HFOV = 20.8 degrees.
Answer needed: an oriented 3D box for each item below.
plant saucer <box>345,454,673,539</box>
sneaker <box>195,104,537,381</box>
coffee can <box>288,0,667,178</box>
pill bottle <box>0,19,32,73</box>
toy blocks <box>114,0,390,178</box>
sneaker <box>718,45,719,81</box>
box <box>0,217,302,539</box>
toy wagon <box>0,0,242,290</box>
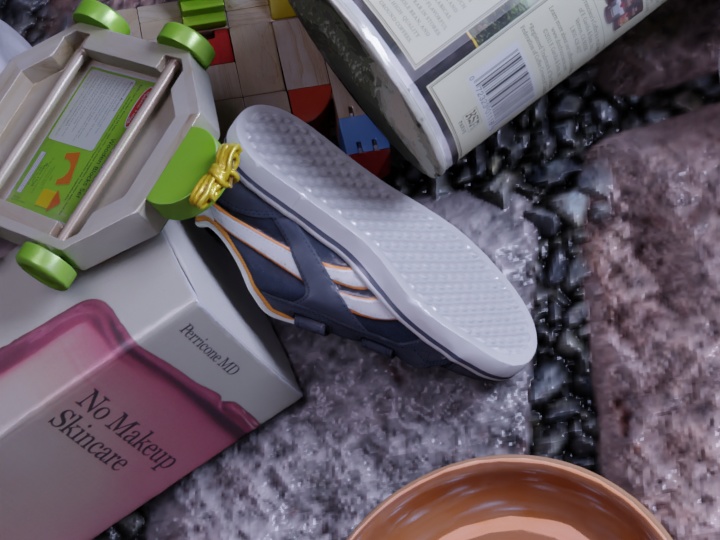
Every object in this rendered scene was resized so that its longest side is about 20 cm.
[{"bbox_3d":[0.070,0.190,0.947,0.199,0.037,0.201,-7,66,16],"label":"plant saucer"},{"bbox_3d":[0.000,0.000,1.049,0.200,0.078,0.079,40,127,3],"label":"sneaker"},{"bbox_3d":[0.075,-0.166,1.026,0.200,0.146,0.146,-37,54,-5],"label":"coffee can"},{"bbox_3d":[-0.283,-0.066,1.240,0.200,0.104,0.104,-36,55,10],"label":"pill bottle"},{"bbox_3d":[-0.068,-0.090,1.123,0.199,0.100,0.137,-9,59,-6],"label":"toy blocks"},{"bbox_3d":[0.241,-0.168,1.015,0.082,0.077,0.201,17,86,14],"label":"sneaker"},{"bbox_3d":[-0.156,0.061,1.086,0.200,0.128,0.109,-34,52,8],"label":"box"},{"bbox_3d":[-0.135,-0.062,1.039,0.200,0.040,0.155,19,71,38],"label":"toy wagon"}]
